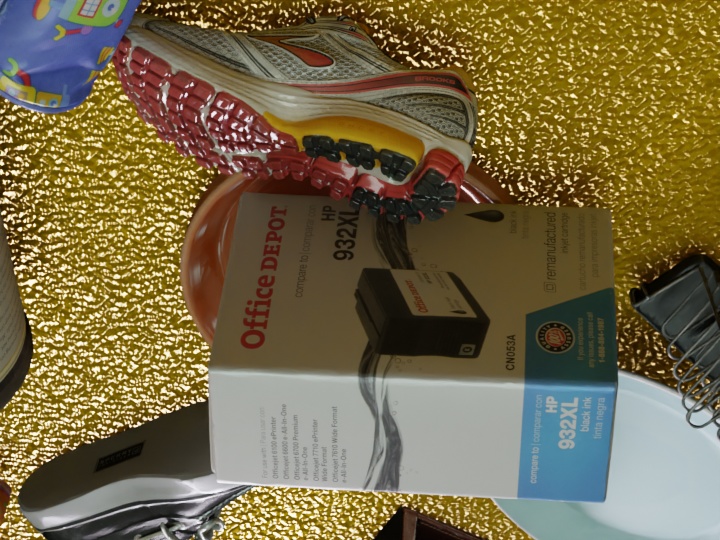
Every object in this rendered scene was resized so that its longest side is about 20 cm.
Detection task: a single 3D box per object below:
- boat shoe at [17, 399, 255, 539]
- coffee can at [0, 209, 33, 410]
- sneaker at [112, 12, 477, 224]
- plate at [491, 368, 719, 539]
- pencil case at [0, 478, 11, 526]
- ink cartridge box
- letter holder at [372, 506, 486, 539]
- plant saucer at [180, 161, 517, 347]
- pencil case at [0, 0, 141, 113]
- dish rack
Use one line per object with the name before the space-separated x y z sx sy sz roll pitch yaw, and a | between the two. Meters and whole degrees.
boat shoe | -0.114 0.135 1.194 0.199 0.074 0.068 -21 121 22
coffee can | -0.259 -0.023 1.025 0.146 0.147 0.200 1 131 5
sneaker | -0.034 -0.090 1.001 0.199 0.082 0.078 19 152 8
plate | 0.156 0.116 1.155 0.200 0.026 0.201 18 141 15
pencil case | -0.305 0.108 1.182 0.087 0.088 0.200 -31 122 28
ink cartridge box | 0.028 0.037 1.007 0.199 0.145 0.084 2 130 4
letter holder | 0.039 0.271 1.282 0.142 0.101 0.200 23 129 -16
plant saucer | 0.000 0.000 1.096 0.199 0.032 0.201 2 131 3
pencil case | -0.128 -0.167 0.926 0.087 0.078 0.200 -8 143 -44
dish rack | 0.220 0.081 1.031 0.153 0.200 0.055 40 110 -18
